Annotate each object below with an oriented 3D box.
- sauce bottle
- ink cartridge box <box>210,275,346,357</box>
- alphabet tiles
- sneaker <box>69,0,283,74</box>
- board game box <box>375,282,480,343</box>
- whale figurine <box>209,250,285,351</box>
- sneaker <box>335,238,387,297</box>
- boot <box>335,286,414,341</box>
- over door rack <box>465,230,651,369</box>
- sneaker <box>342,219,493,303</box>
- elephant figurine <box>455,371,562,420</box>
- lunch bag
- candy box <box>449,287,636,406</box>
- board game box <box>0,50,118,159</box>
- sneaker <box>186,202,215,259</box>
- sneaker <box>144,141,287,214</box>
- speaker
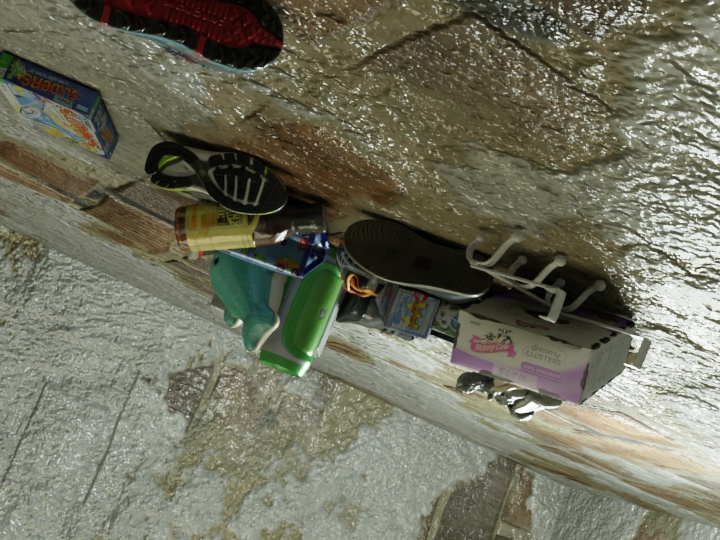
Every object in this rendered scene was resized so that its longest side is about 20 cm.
[{"bbox_3d":[-0.144,-0.063,1.375,0.198,0.067,0.066,-6,166,3],"label":"sauce bottle"},{"bbox_3d":[-0.133,0.040,1.758,0.198,0.146,0.083,22,166,2],"label":"ink cartridge box"},{"bbox_3d":[0.286,0.139,1.455,0.194,0.015,0.199,-11,177,-43],"label":"alphabet tiles"},{"bbox_3d":[-0.165,-0.209,0.846,0.199,0.080,0.095,26,170,-16],"label":"sneaker"},{"bbox_3d":[0.105,0.061,1.462,0.198,0.062,0.200,21,-172,8],"label":"board game box"},{"bbox_3d":[-0.174,0.026,1.585,0.103,0.159,0.201,24,-146,-29],"label":"whale figurine"},{"bbox_3d":[0.000,0.000,1.495,0.078,0.078,0.200,22,170,-8],"label":"sneaker"},{"bbox_3d":[0.030,0.084,1.803,0.131,0.070,0.200,24,179,-11],"label":"boot"},{"bbox_3d":[0.221,0.021,1.147,0.147,0.067,0.200,27,-172,-27],"label":"over door rack"},{"bbox_3d":[0.073,-0.002,1.350,0.198,0.075,0.106,20,169,8],"label":"sneaker"},{"bbox_3d":[0.254,0.171,1.622,0.141,0.155,0.200,42,-177,15],"label":"elephant figurine"},{"bbox_3d":[-0.126,-0.052,1.505,0.149,0.095,0.200,19,180,5],"label":"lunch bag"},{"bbox_3d":[0.226,0.087,1.271,0.166,0.072,0.199,17,-165,26],"label":"candy box"},{"bbox_3d":[-0.400,-0.215,1.378,0.134,0.035,0.200,23,169,-1],"label":"board game box"},{"bbox_3d":[-0.230,-0.069,1.697,0.081,0.078,0.200,-7,176,-25],"label":"sneaker"},{"bbox_3d":[-0.176,-0.120,1.342,0.198,0.075,0.081,20,-175,21],"label":"sneaker"},{"bbox_3d":[-0.087,0.060,1.615,0.088,0.202,0.088,21,169,4],"label":"speaker"}]
